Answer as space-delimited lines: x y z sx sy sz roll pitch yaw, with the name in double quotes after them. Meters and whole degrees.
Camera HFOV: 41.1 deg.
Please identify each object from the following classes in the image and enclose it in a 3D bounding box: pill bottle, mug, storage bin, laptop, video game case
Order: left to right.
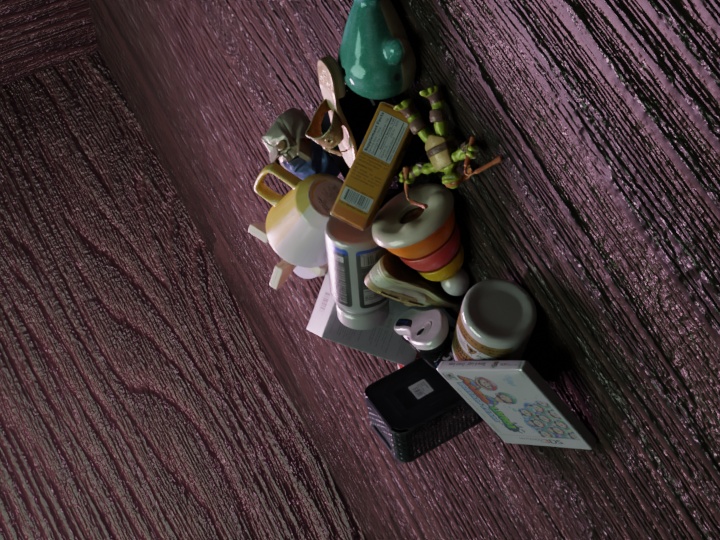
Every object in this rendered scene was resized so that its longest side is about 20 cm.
-0.097 -0.103 1.737 0.153 0.186 0.150 135 140 -60 "mug"
0.000 0.000 1.677 0.114 0.114 0.200 47 151 44 "pill bottle"
0.020 -0.222 1.624 0.177 0.200 0.103 61 -156 10 "laptop"
0.122 0.249 1.802 0.135 0.200 0.094 48 156 43 "storage bin"
0.204 0.109 1.515 0.114 0.114 0.200 56 161 25 "pill bottle"
0.239 0.207 1.486 0.200 0.024 0.182 47 150 -25 "video game case"

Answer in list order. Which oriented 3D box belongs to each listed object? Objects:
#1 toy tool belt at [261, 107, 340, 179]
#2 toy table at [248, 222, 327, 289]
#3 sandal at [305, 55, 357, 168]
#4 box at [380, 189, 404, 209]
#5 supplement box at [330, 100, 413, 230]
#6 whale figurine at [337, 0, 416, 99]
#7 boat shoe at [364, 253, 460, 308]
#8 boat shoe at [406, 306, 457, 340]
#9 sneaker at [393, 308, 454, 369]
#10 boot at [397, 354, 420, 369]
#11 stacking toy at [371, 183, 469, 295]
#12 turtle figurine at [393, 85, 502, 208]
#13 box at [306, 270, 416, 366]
-0.083 -0.208 1.795 0.123 0.125 0.200 46 -169 36 "toy tool belt"
-0.118 -0.060 1.916 0.184 0.117 0.200 21 118 24 "toy table"
-0.059 -0.238 1.527 0.078 0.070 0.212 50 159 42 "sandal"
0.037 -0.062 1.811 0.164 0.086 0.200 68 162 -11 "box"
0.025 -0.167 1.524 0.069 0.200 0.067 29 -166 5 "supplement box"
0.011 -0.351 1.450 0.159 0.104 0.200 46 157 46 "whale figurine"
0.089 0.025 1.639 0.066 0.200 0.074 -36 48 33 "boat shoe"
0.160 0.126 1.757 0.202 0.075 0.086 25 141 50 "boat shoe"
0.134 0.123 1.614 0.112 0.073 0.200 45 175 -14 "sneaker"
0.123 0.189 1.947 0.200 0.072 0.145 48 155 51 "boot"
0.121 -0.029 1.586 0.200 0.146 0.146 57 169 -31 "stacking toy"
0.123 -0.189 1.423 0.200 0.064 0.162 -20 92 51 "turtle figurine"
0.017 0.093 1.849 0.097 0.200 0.125 17 86 68 "box"
